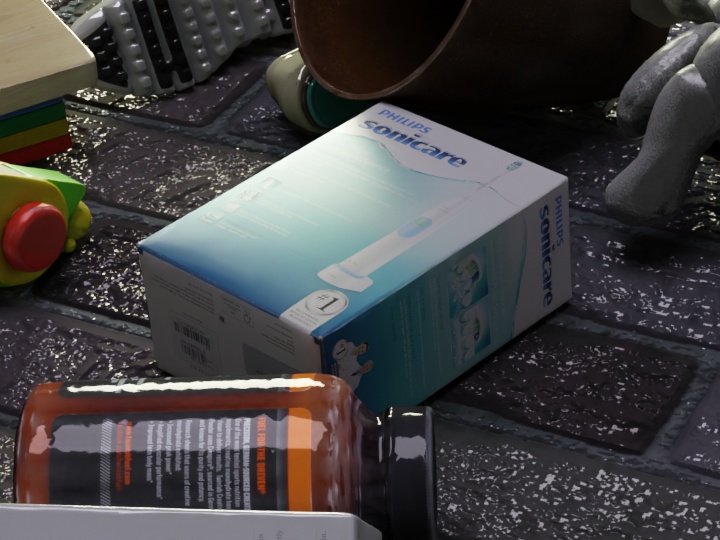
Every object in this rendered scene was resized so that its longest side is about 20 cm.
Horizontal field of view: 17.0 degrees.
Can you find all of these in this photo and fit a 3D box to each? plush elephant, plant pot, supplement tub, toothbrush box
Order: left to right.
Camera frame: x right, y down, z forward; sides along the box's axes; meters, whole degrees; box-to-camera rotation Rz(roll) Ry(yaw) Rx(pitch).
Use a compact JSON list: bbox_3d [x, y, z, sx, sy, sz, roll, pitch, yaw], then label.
[{"bbox_3d":[-0.063,0.104,1.169,0.199,0.107,0.107,-2,34,4],"label":"supplement tub"},{"bbox_3d":[0.000,0.000,1.331,0.146,0.086,0.200,24,44,37],"label":"toothbrush box"},{"bbox_3d":[0.091,-0.175,1.485,0.199,0.188,0.187,13,20,-38],"label":"plant pot"},{"bbox_3d":[0.235,-0.114,1.414,0.164,0.201,0.155,5,12,10],"label":"plush elephant"}]

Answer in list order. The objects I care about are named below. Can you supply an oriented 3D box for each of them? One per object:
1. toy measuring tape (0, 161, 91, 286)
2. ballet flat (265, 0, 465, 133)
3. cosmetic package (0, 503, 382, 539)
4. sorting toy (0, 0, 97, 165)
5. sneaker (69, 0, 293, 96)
[{"bbox_3d":[-0.230,-0.029,1.376,0.073,0.074,0.199,26,12,37],"label":"toy measuring tape"},{"bbox_3d":[0.024,-0.148,1.570,0.199,0.070,0.069,-25,39,-26],"label":"ballet flat"},{"bbox_3d":[-0.096,0.162,1.069,0.199,0.081,0.114,2,79,9],"label":"cosmetic package"},{"bbox_3d":[-0.293,-0.119,1.551,0.199,0.070,0.199,-20,37,-21],"label":"sorting toy"},{"bbox_3d":[-0.115,-0.172,1.620,0.199,0.076,0.081,-23,25,-29],"label":"sneaker"}]
